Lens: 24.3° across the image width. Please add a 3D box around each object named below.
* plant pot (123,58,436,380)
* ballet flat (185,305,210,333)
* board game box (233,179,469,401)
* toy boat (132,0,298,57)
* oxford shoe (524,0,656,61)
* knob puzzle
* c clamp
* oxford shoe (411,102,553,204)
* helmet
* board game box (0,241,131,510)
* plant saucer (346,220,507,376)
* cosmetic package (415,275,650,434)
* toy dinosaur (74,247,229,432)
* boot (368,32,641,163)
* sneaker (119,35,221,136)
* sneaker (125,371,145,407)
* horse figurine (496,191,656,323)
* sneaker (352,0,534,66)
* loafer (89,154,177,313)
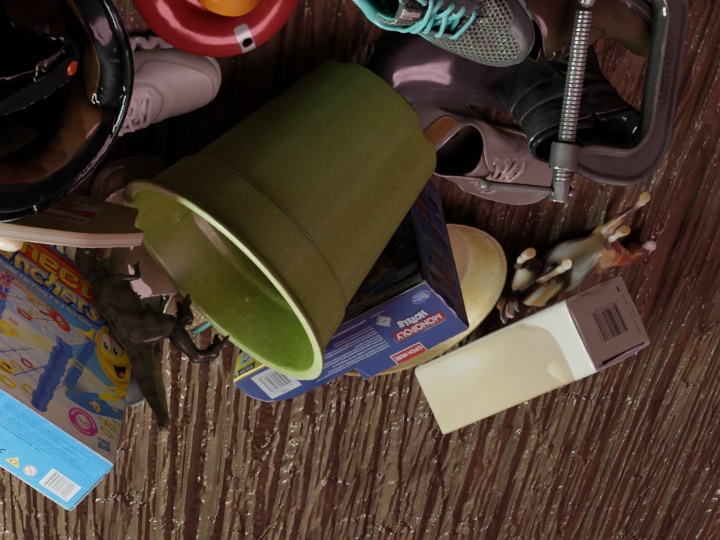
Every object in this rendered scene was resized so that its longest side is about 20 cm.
[{"bbox_3d":[-0.045,-0.055,1.272,0.190,0.199,0.201,-47,148,-21],"label":"plant pot"},{"bbox_3d":[-0.091,-0.027,1.399,0.199,0.071,0.065,-39,114,13],"label":"ballet flat"},{"bbox_3d":[0.000,0.000,1.378,0.199,0.201,0.062,-27,123,29],"label":"board game box"},{"bbox_3d":[-0.098,-0.216,1.101,0.129,0.131,0.201,-23,143,-3],"label":"toy boat"},{"bbox_3d":[0.158,-0.198,1.300,0.198,0.073,0.085,17,96,-32],"label":"oxford shoe"},{"bbox_3d":[-0.247,-0.035,1.141,0.218,0.219,0.031,8,101,-36],"label":"knob puzzle"},{"bbox_3d":[0.181,-0.144,1.261,0.169,0.027,0.202,10,93,-32],"label":"c clamp"},{"bbox_3d":[0.106,-0.093,1.426,0.075,0.058,0.199,-42,142,17],"label":"oxford shoe"},{"bbox_3d":[-0.252,-0.147,1.047,0.199,0.191,0.201,-37,154,-21],"label":"helmet"},{"bbox_3d":[-0.260,0.045,1.211,0.199,0.197,0.056,38,114,-22],"label":"board game box"},{"bbox_3d":[0.038,0.018,1.534,0.198,0.036,0.201,-16,141,-13],"label":"plant saucer"},{"bbox_3d":[0.159,0.081,1.568,0.105,0.072,0.199,-20,174,-46],"label":"cosmetic package"},{"bbox_3d":[-0.154,0.046,1.262,0.087,0.201,0.048,1,136,-38],"label":"toy dinosaur"},{"bbox_3d":[0.114,-0.138,1.313,0.198,0.132,0.070,-14,142,-14],"label":"boot"},{"bbox_3d":[-0.192,-0.117,1.209,0.198,0.081,0.076,-11,139,-21],"label":"sneaker"},{"bbox_3d":[-0.257,0.058,1.347,0.198,0.076,0.080,14,116,-9],"label":"sneaker"},{"bbox_3d":[0.199,-0.007,1.570,0.199,0.050,0.133,-28,166,-15],"label":"horse figurine"},{"bbox_3d":[0.038,-0.193,1.187,0.199,0.092,0.078,28,127,-18],"label":"sneaker"},{"bbox_3d":[-0.176,-0.010,1.352,0.075,0.068,0.201,-13,141,-16],"label":"loafer"}]
